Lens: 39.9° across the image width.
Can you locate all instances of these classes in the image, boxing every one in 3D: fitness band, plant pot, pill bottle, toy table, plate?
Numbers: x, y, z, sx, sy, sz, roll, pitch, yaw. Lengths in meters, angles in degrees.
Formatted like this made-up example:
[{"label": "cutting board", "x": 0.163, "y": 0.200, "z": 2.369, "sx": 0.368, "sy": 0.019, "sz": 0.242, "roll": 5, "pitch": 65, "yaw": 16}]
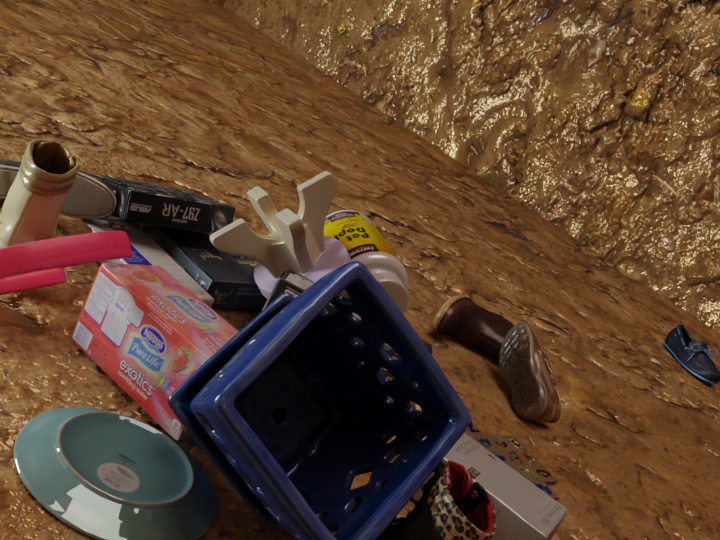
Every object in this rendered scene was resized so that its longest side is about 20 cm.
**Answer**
[{"label": "fitness band", "x": -0.348, "y": -0.006, "z": 1.082, "sx": 0.200, "sy": 0.038, "sz": 0.144, "roll": -14, "pitch": -1, "yaw": -42}, {"label": "plant pot", "x": -0.051, "y": 0.133, "z": 0.941, "sx": 0.200, "sy": 0.200, "sz": 0.180, "roll": 54, "pitch": -29, "yaw": -15}, {"label": "pill bottle", "x": 0.000, "y": 0.000, "z": 1.418, "sx": 0.109, "sy": 0.109, "sz": 0.200, "roll": 19, "pitch": 20, "yaw": -28}, {"label": "toy table", "x": -0.098, "y": -0.041, "z": 1.328, "sx": 0.200, "sy": 0.184, "sz": 0.117, "roll": 18, "pitch": -43, "yaw": 55}, {"label": "plate", "x": -0.223, "y": 0.183, "z": 0.931, "sx": 0.200, "sy": 0.026, "sz": 0.200, "roll": 27, "pitch": 17, "yaw": -9}]

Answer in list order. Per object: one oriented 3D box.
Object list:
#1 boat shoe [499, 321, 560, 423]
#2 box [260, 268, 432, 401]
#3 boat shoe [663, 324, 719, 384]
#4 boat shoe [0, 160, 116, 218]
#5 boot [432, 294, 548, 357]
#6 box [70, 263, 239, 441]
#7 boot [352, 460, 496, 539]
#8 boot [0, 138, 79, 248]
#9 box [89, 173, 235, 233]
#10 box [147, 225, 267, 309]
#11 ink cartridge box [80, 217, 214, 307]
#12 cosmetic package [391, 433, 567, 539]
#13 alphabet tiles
[{"label": "boat shoe", "x": 0.279, "y": 0.170, "z": 1.614, "sx": 0.072, "sy": 0.076, "sz": 0.200, "roll": 30, "pitch": 37, "yaw": -27}, {"label": "box", "x": -0.038, "y": 0.114, "z": 1.178, "sx": 0.200, "sy": 0.159, "sz": 0.048, "roll": 29, "pitch": 16, "yaw": 0}, {"label": "boat shoe", "x": 0.781, "y": 0.191, "z": 2.332, "sx": 0.084, "sy": 0.069, "sz": 0.200, "roll": 17, "pitch": 21, "yaw": -30}, {"label": "boat shoe", "x": -0.424, "y": -0.116, "z": 1.339, "sx": 0.200, "sy": 0.067, "sz": 0.057, "roll": 10, "pitch": 17, "yaw": -4}, {"label": "boot", "x": 0.229, "y": 0.114, "z": 1.713, "sx": 0.166, "sy": 0.072, "sz": 0.200, "roll": 36, "pitch": 16, "yaw": 28}, {"label": "box", "x": -0.210, "y": 0.084, "z": 1.085, "sx": 0.200, "sy": 0.103, "sz": 0.095, "roll": 35, "pitch": 18, "yaw": 30}, {"label": "boot", "x": 0.053, "y": 0.245, "z": 0.954, "sx": 0.073, "sy": 0.151, "sz": 0.200, "roll": 31, "pitch": 18, "yaw": -16}, {"label": "boot", "x": -0.392, "y": -0.089, "z": 1.213, "sx": 0.073, "sy": 0.156, "sz": 0.200, "roll": 24, "pitch": 17, "yaw": -11}, {"label": "box", "x": -0.295, "y": -0.097, "z": 1.435, "sx": 0.160, "sy": 0.044, "sz": 0.200, "roll": 8, "pitch": 7, "yaw": -34}, {"label": "box", "x": -0.194, "y": -0.005, "z": 1.448, "sx": 0.200, "sy": 0.051, "sz": 0.158, "roll": 4, "pitch": 30, "yaw": -50}, {"label": "ink cartridge box", "x": -0.291, "y": -0.005, "z": 1.330, "sx": 0.200, "sy": 0.037, "sz": 0.095, "roll": 42, "pitch": 23, "yaw": 30}, {"label": "cosmetic package", "x": 0.136, "y": 0.262, "z": 1.172, "sx": 0.200, "sy": 0.074, "sz": 0.102, "roll": 33, "pitch": 19, "yaw": 19}, {"label": "alphabet tiles", "x": 0.179, "y": 0.257, "z": 1.356, "sx": 0.200, "sy": 0.008, "sz": 0.167, "roll": 12, "pitch": 24, "yaw": -43}]
